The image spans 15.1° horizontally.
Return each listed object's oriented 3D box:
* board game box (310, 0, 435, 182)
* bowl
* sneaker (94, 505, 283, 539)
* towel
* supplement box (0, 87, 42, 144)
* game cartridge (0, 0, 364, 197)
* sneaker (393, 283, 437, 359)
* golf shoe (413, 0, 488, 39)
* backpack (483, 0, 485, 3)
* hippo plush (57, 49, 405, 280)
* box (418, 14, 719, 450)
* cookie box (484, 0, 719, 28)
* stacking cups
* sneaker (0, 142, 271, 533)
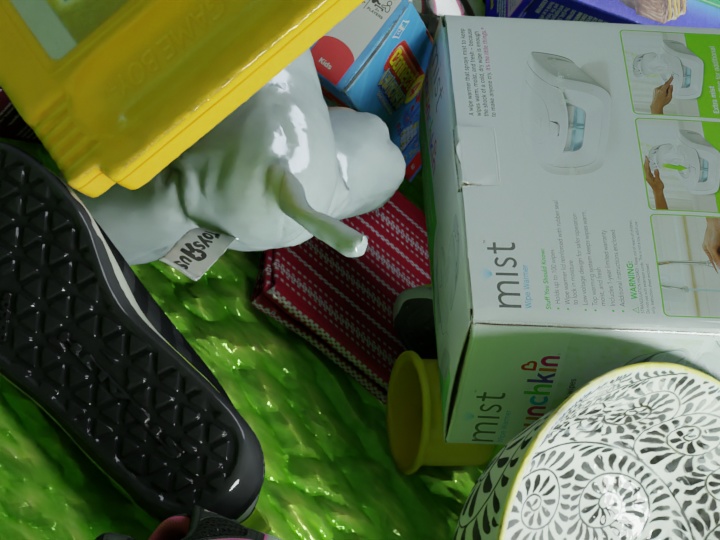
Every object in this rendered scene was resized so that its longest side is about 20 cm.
[{"bbox_3d":[-0.050,-0.143,1.382,0.200,0.056,0.196,37,-3,14],"label":"board game box"},{"bbox_3d":[0.103,0.142,1.217,0.200,0.094,0.201,3,86,-39],"label":"bowl"},{"bbox_3d":[-0.041,0.126,1.062,0.086,0.080,0.200,44,14,25],"label":"sneaker"},{"bbox_3d":[0.000,0.000,1.418,0.145,0.022,0.200,39,25,-22],"label":"towel"},{"bbox_3d":[-0.178,-0.119,1.251,0.109,0.061,0.200,54,23,23],"label":"supplement box"},{"bbox_3d":[-0.096,-0.153,1.136,0.200,0.176,0.032,54,9,25],"label":"game cartridge"},{"bbox_3d":[0.115,0.016,1.376,0.199,0.075,0.077,1,62,-7],"label":"sneaker"},{"bbox_3d":[0.034,-0.166,1.515,0.200,0.088,0.077,35,-11,-5],"label":"golf shoe"},{"bbox_3d":[0.065,-0.173,1.628,0.200,0.176,0.153,32,3,-17],"label":"backpack"},{"bbox_3d":[-0.072,-0.089,1.194,0.200,0.159,0.161,-50,131,-78],"label":"hippo plush"},{"bbox_3d":[0.123,-0.020,1.291,0.176,0.097,0.200,1,49,-7],"label":"box"},{"bbox_3d":[0.175,-0.168,1.521,0.200,0.075,0.172,18,52,-18],"label":"cookie box"},{"bbox_3d":[0.114,0.072,1.332,0.199,0.061,0.061,3,40,-19],"label":"stacking cups"},{"bbox_3d":[-0.110,0.037,1.129,0.200,0.072,0.083,52,-1,12],"label":"sneaker"}]
